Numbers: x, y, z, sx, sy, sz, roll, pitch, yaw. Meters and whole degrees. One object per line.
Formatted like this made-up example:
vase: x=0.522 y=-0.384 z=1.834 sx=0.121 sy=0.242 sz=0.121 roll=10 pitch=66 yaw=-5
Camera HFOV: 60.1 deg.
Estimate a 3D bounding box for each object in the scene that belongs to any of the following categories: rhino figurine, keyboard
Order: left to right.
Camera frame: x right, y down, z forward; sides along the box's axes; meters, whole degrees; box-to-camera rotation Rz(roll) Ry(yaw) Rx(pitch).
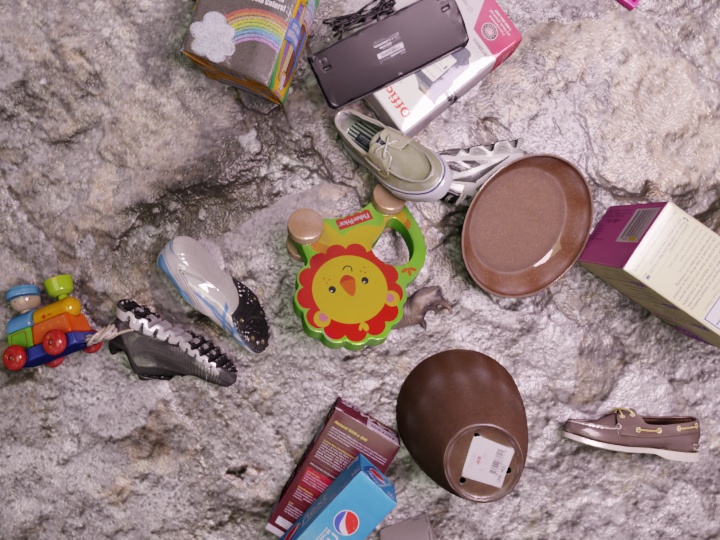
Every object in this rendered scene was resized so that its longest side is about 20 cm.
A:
rhino figurine: x=0.032 y=0.036 z=0.867 sx=0.198 sy=0.060 sz=0.089 roll=13 pitch=87 yaw=2
keyboard: x=0.030 y=-0.292 z=0.785 sx=0.198 sy=0.040 sz=0.105 roll=-25 pitch=115 yaw=3

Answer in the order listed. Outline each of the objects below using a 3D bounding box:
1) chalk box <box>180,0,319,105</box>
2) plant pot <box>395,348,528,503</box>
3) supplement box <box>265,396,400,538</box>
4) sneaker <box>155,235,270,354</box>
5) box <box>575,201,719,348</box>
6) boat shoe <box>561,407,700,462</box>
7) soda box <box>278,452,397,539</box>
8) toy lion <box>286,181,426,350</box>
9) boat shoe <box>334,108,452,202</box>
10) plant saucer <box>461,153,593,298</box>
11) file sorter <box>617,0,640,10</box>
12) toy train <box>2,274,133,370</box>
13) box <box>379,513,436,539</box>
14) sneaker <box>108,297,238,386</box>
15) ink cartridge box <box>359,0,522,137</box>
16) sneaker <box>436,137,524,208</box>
chalk box: x=-0.131 y=-0.344 z=0.817 sx=0.124 sy=0.124 sz=0.202 roll=22 pitch=93 yaw=0
plant pot: x=0.143 y=0.213 z=0.808 sx=0.184 sy=0.200 sz=0.190 roll=0 pitch=93 yaw=0
supplement box: x=-0.039 y=0.297 z=0.885 sx=0.108 sy=0.061 sz=0.201 roll=31 pitch=94 yaw=-2
sneaker: x=-0.204 y=0.039 z=0.876 sx=0.072 sy=0.072 sz=0.200 roll=-34 pitch=100 yaw=37
box: x=0.410 y=0.007 z=0.803 sx=0.199 sy=0.176 sz=0.097 roll=34 pitch=94 yaw=-1
boat shoe: x=0.379 y=0.223 z=0.871 sx=0.197 sy=0.072 sz=0.060 roll=9 pitch=88 yaw=-3
soda box: x=-0.043 y=0.347 z=0.827 sx=0.068 sy=0.064 sz=0.200 roll=42 pitch=93 yaw=-4
toy lion: x=0.000 y=0.000 z=0.803 sx=0.198 sy=0.069 sz=0.193 roll=-21 pitch=71 yaw=-19
boat shoe: x=0.033 y=-0.149 z=0.802 sx=0.199 sy=0.062 sz=0.072 roll=35 pitch=90 yaw=39
plant saucer: x=0.220 y=-0.061 z=0.842 sx=0.198 sy=0.037 sz=0.203 roll=-8 pitch=115 yaw=-17
file sorter: x=0.377 y=-0.479 z=0.799 sx=0.138 sy=0.125 sz=0.201 roll=35 pitch=93 yaw=-2
toy train: x=-0.400 y=0.057 z=0.855 sx=0.198 sy=0.085 sz=0.117 roll=-20 pitch=79 yaw=15
box: x=0.096 y=0.464 z=0.878 sx=0.077 sy=0.095 sz=0.202 roll=-21 pitch=92 yaw=3
sneaker: x=-0.269 y=0.124 z=0.878 sx=0.199 sy=0.066 sz=0.091 roll=29 pitch=96 yaw=3
ink cartridge box: x=0.089 y=-0.292 z=0.834 sx=0.199 sy=0.084 sz=0.145 roll=-39 pitch=91 yaw=3
sneaker: x=0.133 y=-0.120 z=0.850 sx=0.197 sy=0.074 sz=0.090 roll=-9 pitch=92 yaw=2
